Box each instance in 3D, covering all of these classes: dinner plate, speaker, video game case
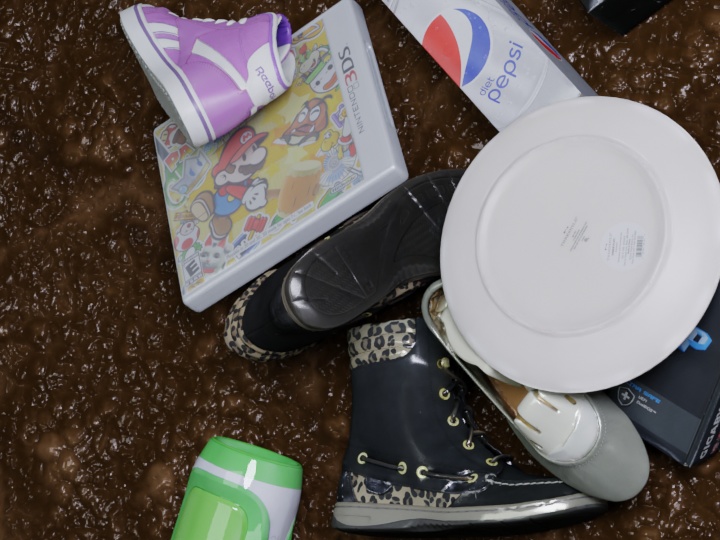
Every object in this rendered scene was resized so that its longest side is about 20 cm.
[{"bbox_3d":[0.140,-0.020,1.347,0.199,0.024,0.202,-6,74,23],"label":"dinner plate"},{"bbox_3d":[-0.106,0.229,1.522,0.088,0.088,0.201,18,90,30],"label":"speaker"},{"bbox_3d":[-0.065,-0.089,1.555,0.199,0.023,0.183,-32,48,21],"label":"video game case"}]

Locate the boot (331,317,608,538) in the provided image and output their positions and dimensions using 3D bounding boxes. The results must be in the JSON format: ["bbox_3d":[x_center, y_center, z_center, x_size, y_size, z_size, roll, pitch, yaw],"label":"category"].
[{"bbox_3d":[0.073,0.108,1.453,0.202,0.073,0.155,-6,75,25],"label":"boot"}]

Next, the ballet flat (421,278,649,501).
[{"bbox_3d":[0.111,0.080,1.385,0.200,0.064,0.067,48,110,25],"label":"ballet flat"}]

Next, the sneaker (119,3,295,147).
[{"bbox_3d":[-0.111,-0.168,1.592,0.114,0.073,0.201,-31,38,-6],"label":"sneaker"}]

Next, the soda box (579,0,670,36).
[{"bbox_3d":[0.233,-0.251,1.425,0.200,0.071,0.064,-36,66,19],"label":"soda box"}]

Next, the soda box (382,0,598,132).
[{"bbox_3d":[0.090,-0.164,1.491,0.063,0.068,0.200,-46,64,14],"label":"soda box"}]

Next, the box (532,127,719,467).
[{"bbox_3d":[0.179,0.014,1.395,0.200,0.046,0.160,34,120,29],"label":"box"}]

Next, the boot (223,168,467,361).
[{"bbox_3d":[0.000,0.000,1.491,0.073,0.200,0.150,58,149,-1],"label":"boot"}]
